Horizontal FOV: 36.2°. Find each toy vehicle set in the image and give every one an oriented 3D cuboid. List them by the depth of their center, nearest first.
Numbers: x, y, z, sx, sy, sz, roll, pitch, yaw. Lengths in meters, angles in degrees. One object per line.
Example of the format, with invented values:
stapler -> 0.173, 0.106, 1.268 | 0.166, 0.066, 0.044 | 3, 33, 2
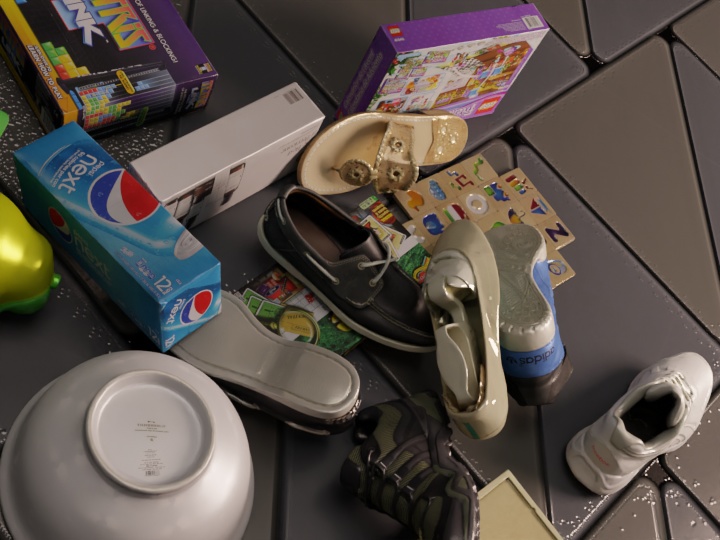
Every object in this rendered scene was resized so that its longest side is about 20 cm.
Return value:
toy vehicle set -> 0.091, 0.263, 0.889 | 0.199, 0.027, 0.125 | -28, 72, -36

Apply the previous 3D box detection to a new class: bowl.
bowl -> -0.164, 0.136, 0.821 | 0.198, 0.091, 0.204 | 12, 53, -16

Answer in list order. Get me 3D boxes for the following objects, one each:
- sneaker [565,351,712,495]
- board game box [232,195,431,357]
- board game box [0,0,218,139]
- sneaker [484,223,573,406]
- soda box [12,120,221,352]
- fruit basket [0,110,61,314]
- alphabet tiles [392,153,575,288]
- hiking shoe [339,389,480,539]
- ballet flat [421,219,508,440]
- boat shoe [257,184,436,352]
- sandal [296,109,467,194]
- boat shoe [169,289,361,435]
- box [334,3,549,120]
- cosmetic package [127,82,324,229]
sneaker -> 0.280, 0.129, 1.019 | 0.078, 0.100, 0.199 | 47, 52, 12
board game box -> -0.020, 0.016, 1.008 | 0.105, 0.024, 0.199 | 47, 54, 8
board game box -> -0.255, -0.225, 1.047 | 0.164, 0.057, 0.201 | -23, 70, -33
sneaker -> 0.151, 0.045, 1.037 | 0.075, 0.113, 0.201 | -10, 31, 5
soda box -> -0.199, -0.031, 0.902 | 0.064, 0.068, 0.200 | -35, 64, -29
fruit basket -> -0.339, -0.036, 0.852 | 0.215, 0.153, 0.220 | 28, 58, -57
alphabet tiles -> 0.127, -0.035, 1.122 | 0.198, 0.006, 0.167 | -26, 72, -35
hiking shoe -> 0.035, 0.179, 0.880 | 0.099, 0.077, 0.201 | -7, 31, -7
ballet flat -> 0.084, 0.041, 0.930 | 0.068, 0.070, 0.203 | 3, 63, -22
boat shoe -> 0.000, 0.000, 0.971 | 0.199, 0.068, 0.072 | 37, 52, -3
sandal -> 0.041, -0.113, 1.079 | 0.210, 0.079, 0.069 | -18, 34, -37
boat shoe -> -0.089, 0.075, 0.913 | 0.197, 0.061, 0.074 | 21, 58, 13
box -> 0.083, -0.203, 1.132 | 0.198, 0.137, 0.039 | -15, 65, -32
cosmetic package -> -0.125, -0.094, 1.001 | 0.199, 0.083, 0.051 | -34, 77, -36
